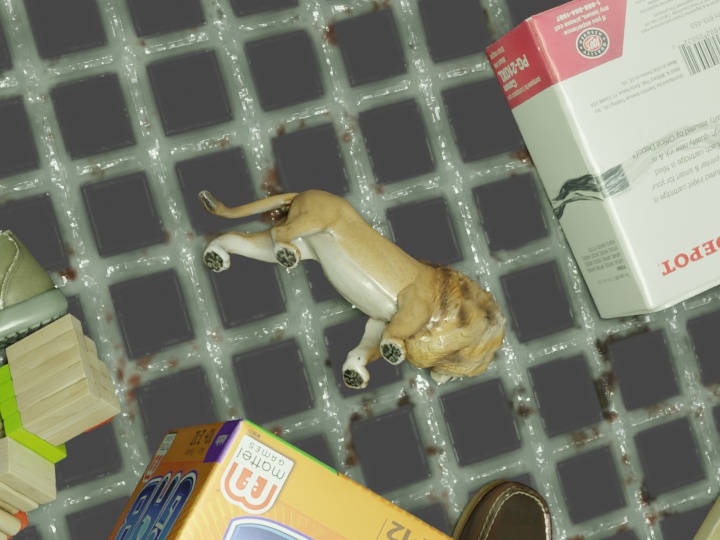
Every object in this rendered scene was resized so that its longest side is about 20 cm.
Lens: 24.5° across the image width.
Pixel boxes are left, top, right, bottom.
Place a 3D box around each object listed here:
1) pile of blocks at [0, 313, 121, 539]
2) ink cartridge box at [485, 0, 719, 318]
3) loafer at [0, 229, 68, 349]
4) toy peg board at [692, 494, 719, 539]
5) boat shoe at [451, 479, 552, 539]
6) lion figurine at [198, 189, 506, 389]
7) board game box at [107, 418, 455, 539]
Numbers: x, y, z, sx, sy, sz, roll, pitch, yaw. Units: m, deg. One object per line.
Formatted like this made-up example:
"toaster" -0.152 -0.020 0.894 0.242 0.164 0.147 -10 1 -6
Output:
"pile of blocks" -0.213 0.118 0.955 0.200 0.082 0.062 -48 142 -3
"ink cartridge box" 0.192 -0.086 1.078 0.144 0.084 0.201 -23 90 -18
"loafer" -0.269 0.030 0.940 0.199 0.075 0.070 -20 85 -27
"toy peg board" 0.281 0.273 1.051 0.199 0.098 0.200 40 73 -12
"boat shoe" 0.084 0.229 1.021 0.070 0.070 0.201 15 79 -16
"lion figurine" 0.000 0.000 1.017 0.200 0.072 0.122 46 40 -1
"board game box" -0.050 0.219 0.912 0.200 0.200 0.200 31 76 -11
